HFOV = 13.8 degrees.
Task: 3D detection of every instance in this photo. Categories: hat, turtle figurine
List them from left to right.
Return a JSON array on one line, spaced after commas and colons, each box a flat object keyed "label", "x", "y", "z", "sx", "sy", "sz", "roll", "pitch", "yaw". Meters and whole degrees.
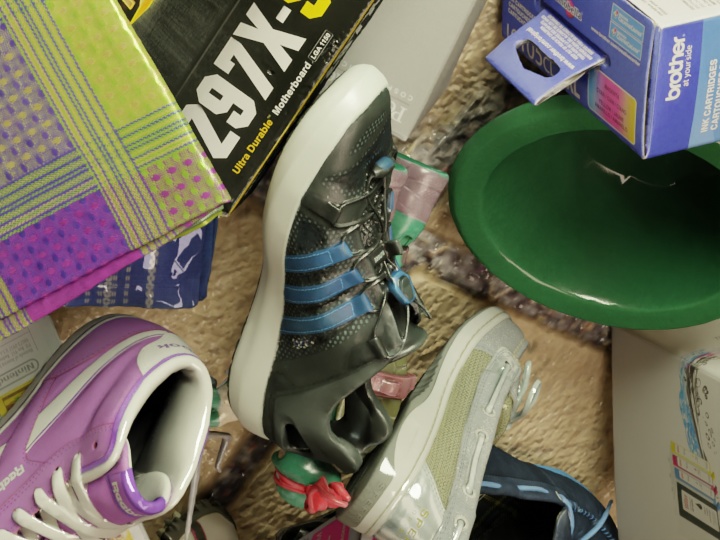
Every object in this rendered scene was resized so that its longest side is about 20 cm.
[{"label": "turtle figurine", "x": -0.021, "y": 0.039, "z": 1.428, "sx": 0.100, "sy": 0.150, "sz": 0.201, "roll": 21, "pitch": 96, "yaw": 1}, {"label": "hat", "x": 0.154, "y": -0.085, "z": 1.524, "sx": 0.199, "sy": 0.177, "sz": 0.166, "roll": 23, "pitch": 140, "yaw": -12}]

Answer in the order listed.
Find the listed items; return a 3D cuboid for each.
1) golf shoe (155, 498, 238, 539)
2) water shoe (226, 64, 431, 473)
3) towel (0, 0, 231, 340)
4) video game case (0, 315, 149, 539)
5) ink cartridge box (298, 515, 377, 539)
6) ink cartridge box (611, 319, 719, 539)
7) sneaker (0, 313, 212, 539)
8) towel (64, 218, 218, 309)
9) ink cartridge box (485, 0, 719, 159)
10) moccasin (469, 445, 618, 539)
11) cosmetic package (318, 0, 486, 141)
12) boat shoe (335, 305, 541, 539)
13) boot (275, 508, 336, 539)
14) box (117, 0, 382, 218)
[{"label": "golf shoe", "x": -0.095, "y": 0.185, "z": 1.482, "sx": 0.077, "sy": 0.088, "sz": 0.200, "roll": -55, "pitch": 177, "yaw": 27}, {"label": "water shoe", "x": 0.000, "y": 0.000, "z": 1.289, "sx": 0.072, "sy": 0.079, "sz": 0.201, "roll": -46, "pitch": 158, "yaw": -45}, {"label": "towel", "x": -0.167, "y": -0.044, "z": 1.254, "sx": 0.199, "sy": 0.023, "sz": 0.144, "roll": -28, "pitch": 97, "yaw": 19}, {"label": "video game case", "x": -0.215, "y": 0.102, "z": 1.370, "sx": 0.199, "sy": 0.023, "sz": 0.183, "roll": -29, "pitch": 109, "yaw": -19}, {"label": "ink cartridge box", "x": -0.014, "y": 0.195, "z": 1.549, "sx": 0.119, "sy": 0.042, "sz": 0.200, "roll": 32, "pitch": 138, "yaw": -24}, {"label": "ink cartridge box", "x": 0.246, "y": 0.107, "z": 1.591, "sx": 0.146, "sy": 0.200, "sz": 0.146, "roll": -11, "pitch": 110, "yaw": -24}, {"label": "sneaker", "x": -0.140, "y": 0.111, "z": 1.332, "sx": 0.073, "sy": 0.114, "sz": 0.201, "roll": 35, "pitch": 85, "yaw": -27}, {"label": "towel", "x": -0.149, "y": -0.048, "z": 1.332, "sx": 0.199, "sy": 0.024, "sz": 0.146, "roll": 0, "pitch": 112, "yaw": -30}, {"label": "ink cartridge box", "x": 0.158, "y": -0.126, "z": 1.405, "sx": 0.199, "sy": 0.136, "sz": 0.077, "roll": -12, "pitch": 125, "yaw": -24}, {"label": "moccasin", "x": 0.081, "y": 0.146, "z": 1.636, "sx": 0.199, "sy": 0.068, "sz": 0.081, "roll": 25, "pitch": 110, "yaw": -44}, {"label": "cosmetic package", "x": 0.023, "y": -0.171, "z": 1.288, "sx": 0.106, "sy": 0.090, "sz": 0.201, "roll": 26, "pitch": 113, "yaw": 4}, {"label": "boat shoe", "x": 0.048, "y": 0.084, "z": 1.493, "sx": 0.075, "sy": 0.065, "sz": 0.202, "roll": -53, "pitch": 180, "yaw": 28}, {"label": "boot", "x": 0.020, "y": 0.188, "z": 1.620, "sx": 0.174, "sy": 0.070, "sz": 0.200, "roll": 37, "pitch": 140, "yaw": -25}, {"label": "box", "x": -0.063, "y": -0.148, "z": 1.238, "sx": 0.159, "sy": 0.049, "sz": 0.200, "roll": 36, "pitch": 108, "yaw": 0}]
